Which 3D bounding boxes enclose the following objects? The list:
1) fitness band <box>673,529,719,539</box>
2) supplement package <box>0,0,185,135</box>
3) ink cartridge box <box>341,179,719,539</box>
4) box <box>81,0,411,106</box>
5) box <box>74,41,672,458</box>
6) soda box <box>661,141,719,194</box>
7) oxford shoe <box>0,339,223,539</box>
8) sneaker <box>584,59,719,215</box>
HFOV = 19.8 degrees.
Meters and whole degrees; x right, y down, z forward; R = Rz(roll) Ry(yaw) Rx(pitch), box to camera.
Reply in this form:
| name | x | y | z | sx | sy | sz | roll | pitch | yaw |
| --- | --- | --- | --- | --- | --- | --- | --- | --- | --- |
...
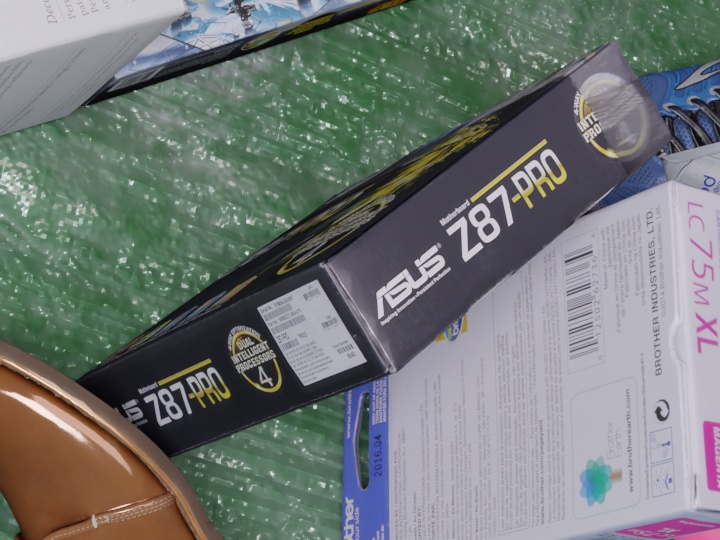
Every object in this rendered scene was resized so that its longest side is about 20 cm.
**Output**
| name | x | y | z | sx | sy | sz | roll | pitch | yaw |
| --- | --- | --- | --- | --- | --- | --- | --- | --- | --- |
| fitness band | 0.143 | 0.086 | 0.852 | 0.200 | 0.037 | 0.145 | -33 | 106 | -77 |
| supplement package | -0.186 | -0.101 | 0.734 | 0.199 | 0.117 | 0.118 | -21 | 86 | -35 |
| ink cartridge box | 0.065 | 0.052 | 0.791 | 0.042 | 0.199 | 0.120 | 14 | 67 | -37 |
| box | -0.057 | -0.163 | 0.880 | 0.199 | 0.040 | 0.138 | -22 | 87 | -35 |
| box | 0.000 | 0.000 | 0.765 | 0.161 | 0.200 | 0.049 | -35 | 95 | -34 |
| soda box | 0.180 | -0.006 | 0.891 | 0.200 | 0.063 | 0.069 | 28 | 50 | -71 |
| oxford shoe | -0.098 | 0.101 | 0.753 | 0.200 | 0.071 | 0.071 | 47 | 62 | -11 |
| sneaker | 0.165 | -0.071 | 0.957 | 0.199 | 0.089 | 0.079 | -18 | 83 | -34 |
